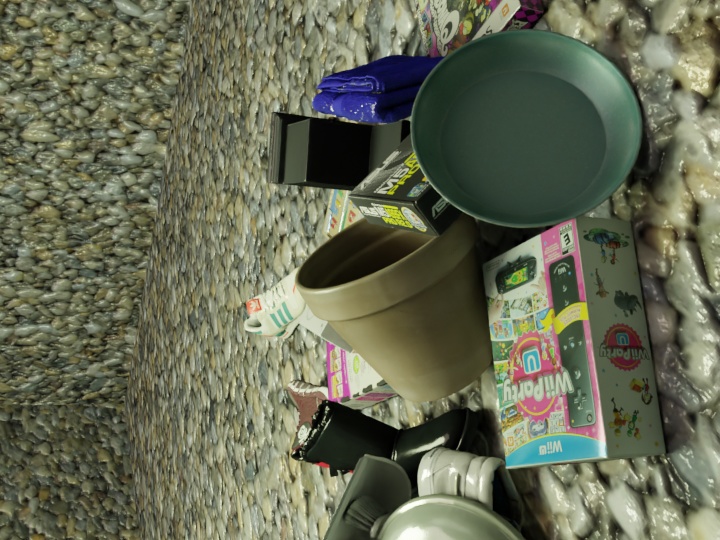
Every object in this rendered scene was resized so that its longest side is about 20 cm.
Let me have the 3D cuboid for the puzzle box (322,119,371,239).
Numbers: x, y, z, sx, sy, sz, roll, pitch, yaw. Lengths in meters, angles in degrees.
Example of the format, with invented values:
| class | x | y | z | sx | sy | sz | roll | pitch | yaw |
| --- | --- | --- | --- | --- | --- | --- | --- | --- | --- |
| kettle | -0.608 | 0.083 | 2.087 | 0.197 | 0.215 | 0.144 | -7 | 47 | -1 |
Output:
| class | x | y | z | sx | sy | sz | roll | pitch | yaw |
| --- | --- | --- | --- | --- | --- | --- | --- | --- | --- |
| puzzle box | -0.009 | -0.124 | 1.224 | 0.133 | 0.025 | 0.201 | -133 | 51 | -58 |

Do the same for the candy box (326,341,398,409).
| class | x | y | z | sx | sy | sz | roll | pitch | yaw |
| --- | --- | --- | --- | --- | --- | --- | --- | --- | --- |
| candy box | 0.016 | 0.107 | 1.093 | 0.200 | 0.061 | 0.137 | 142 | 129 | -60 |

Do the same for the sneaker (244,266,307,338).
| class | x | y | z | sx | sy | sz | roll | pitch | yaw |
| --- | --- | --- | --- | --- | --- | --- | --- | --- | --- |
| sneaker | -0.153 | 0.063 | 1.442 | 0.200 | 0.093 | 0.071 | 124 | 141 | -50 |

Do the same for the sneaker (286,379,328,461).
| class | x | y | z | sx | sy | sz | roll | pitch | yaw |
| --- | --- | --- | --- | --- | --- | --- | --- | --- | --- |
| sneaker | -0.088 | 0.238 | 1.247 | 0.116 | 0.076 | 0.200 | -63 | 18 | -17 |

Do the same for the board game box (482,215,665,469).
| class | x | y | z | sx | sy | sz | roll | pitch | yaw |
| --- | --- | --- | --- | --- | --- | --- | --- | --- | --- |
| board game box | 0.184 | 0.070 | 0.716 | 0.147 | 0.064 | 0.201 | 145 | 124 | -61 |

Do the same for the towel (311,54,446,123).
| class | x | y | z | sx | sy | sz | roll | pitch | yaw |
| --- | --- | --- | --- | --- | --- | --- | --- | --- | --- |
| towel | 0.038 | -0.212 | 0.892 | 0.200 | 0.147 | 0.050 | 33 | 144 | 63 |

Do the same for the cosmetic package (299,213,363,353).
| class | x | y | z | sx | sy | sz | roll | pitch | yaw |
| --- | --- | --- | --- | --- | --- | --- | --- | --- | --- |
| cosmetic package | 0.000 | 0.000 | 1.033 | 0.201 | 0.052 | 0.151 | -61 | 15 | -6 |

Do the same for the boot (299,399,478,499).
| class | x | y | z | sx | sy | sz | roll | pitch | yaw |
| --- | --- | --- | --- | --- | --- | --- | --- | --- | --- |
| boot | 0.027 | 0.194 | 0.925 | 0.199 | 0.162 | 0.074 | 121 | 173 | -49 |

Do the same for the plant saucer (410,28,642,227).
| class | x | y | z | sx | sy | sz | roll | pitch | yaw |
| --- | --- | --- | --- | --- | --- | --- | --- | --- | --- |
| plant saucer | 0.145 | -0.123 | 0.711 | 0.036 | 0.199 | 0.201 | 73 | -171 | -68 |

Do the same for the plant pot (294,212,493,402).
| class | x | y | z | sx | sy | sz | roll | pitch | yaw |
| --- | --- | --- | --- | --- | --- | --- | --- | --- | --- |
| plant pot | 0.057 | 0.036 | 0.850 | 0.174 | 0.200 | 0.200 | 61 | 163 | -18 |

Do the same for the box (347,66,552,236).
| class | x | y | z | sx | sy | sz | roll | pitch | yaw |
| --- | --- | --- | --- | --- | --- | --- | --- | --- | --- |
| box | 0.096 | -0.124 | 0.815 | 0.200 | 0.044 | 0.160 | -45 | 23 | -11 |

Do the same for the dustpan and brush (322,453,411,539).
| class | x | y | z | sx | sy | sz | roll | pitch | yaw |
| --- | --- | --- | --- | --- | --- | --- | --- | --- | --- |
| dustpan and brush | 0.030 | 0.282 | 0.905 | 0.057 | 0.200 | 0.140 | 23 | 86 | 23 |

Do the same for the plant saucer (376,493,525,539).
| class | x | y | z | sx | sy | sz | roll | pitch | yaw |
| --- | --- | --- | --- | --- | --- | --- | --- | --- | --- |
| plant saucer | 0.089 | 0.325 | 0.788 | 0.199 | 0.050 | 0.201 | 6 | 101 | 32 |

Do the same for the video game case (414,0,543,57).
| class | x | y | z | sx | sy | sz | roll | pitch | yaw |
| --- | --- | --- | --- | --- | --- | --- | --- | --- | --- |
| video game case | 0.127 | -0.316 | 0.927 | 0.181 | 0.036 | 0.201 | 133 | 135 | -54 |

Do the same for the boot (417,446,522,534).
| class | x | y | z | sx | sy | sz | roll | pitch | yaw |
| --- | --- | --- | --- | --- | --- | --- | --- | --- | --- |
| boot | 0.121 | 0.284 | 0.822 | 0.095 | 0.073 | 0.201 | -3 | 103 | 42 |

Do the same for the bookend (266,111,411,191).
| class | x | y | z | sx | sy | sz | roll | pitch | yaw |
| --- | --- | --- | --- | --- | --- | --- | --- | --- | --- |
| bookend | 0.011 | -0.144 | 0.968 | 0.199 | 0.199 | 0.093 | -169 | 83 | -67 |

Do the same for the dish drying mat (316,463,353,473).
| class | x | y | z | sx | sy | sz | roll | pitch | yaw |
| --- | --- | --- | --- | --- | --- | --- | --- | --- | --- |
| dish drying mat | -0.048 | 0.276 | 1.269 | 0.200 | 0.018 | 0.077 | 162 | 109 | -65 |
